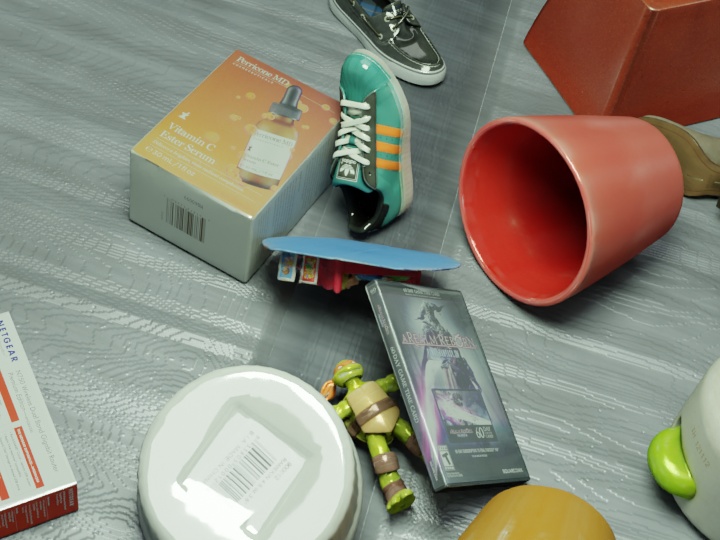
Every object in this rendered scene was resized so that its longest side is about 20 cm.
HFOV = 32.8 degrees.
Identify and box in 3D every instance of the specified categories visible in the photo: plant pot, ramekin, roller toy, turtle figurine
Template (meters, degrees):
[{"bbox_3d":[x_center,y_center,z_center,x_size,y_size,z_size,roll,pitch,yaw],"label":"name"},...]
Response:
[{"bbox_3d":[0.348,-0.302,1.498,0.199,0.177,0.201,-15,56,-21],"label":"plant pot"},{"bbox_3d":[-0.095,0.177,1.035,0.199,0.098,0.202,1,69,-2],"label":"ramekin"},{"bbox_3d":[0.392,0.165,1.150,0.182,0.140,0.200,39,54,20],"label":"roller toy"},{"bbox_3d":[0.133,0.280,0.989,0.199,0.201,0.183,24,35,9],"label":"plant pot"},{"bbox_3d":[0.009,0.145,1.142,0.199,0.065,0.162,-23,65,-25],"label":"turtle figurine"},{"bbox_3d":[0.232,-0.080,1.298,0.177,0.201,0.201,-17,56,-33],"label":"plant pot"}]

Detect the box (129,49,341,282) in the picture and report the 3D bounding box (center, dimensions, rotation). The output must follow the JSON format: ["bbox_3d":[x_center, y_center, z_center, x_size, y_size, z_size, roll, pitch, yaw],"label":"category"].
[{"bbox_3d":[-0.128,-0.115,1.299,0.152,0.107,0.200,28,52,12],"label":"box"}]

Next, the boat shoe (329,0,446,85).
[{"bbox_3d":[0.036,-0.310,1.515,0.070,0.066,0.200,-25,60,-28],"label":"boat shoe"}]

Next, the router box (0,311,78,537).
[{"bbox_3d":[-0.365,0.149,1.075,0.179,0.049,0.200,-16,56,-23],"label":"router box"}]

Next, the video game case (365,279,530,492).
[{"bbox_3d":[0.082,0.106,1.138,0.142,0.019,0.201,8,58,-51],"label":"video game case"}]

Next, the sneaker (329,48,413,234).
[{"bbox_3d":[0.006,-0.128,1.280,0.071,0.201,0.080,15,42,35],"label":"sneaker"}]

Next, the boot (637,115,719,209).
[{"bbox_3d":[0.441,-0.135,1.459,0.146,0.070,0.200,-25,61,-35],"label":"boot"}]

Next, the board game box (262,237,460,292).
[{"bbox_3d":[0.000,0.000,1.227,0.199,0.039,0.158,10,8,20],"label":"board game box"}]
